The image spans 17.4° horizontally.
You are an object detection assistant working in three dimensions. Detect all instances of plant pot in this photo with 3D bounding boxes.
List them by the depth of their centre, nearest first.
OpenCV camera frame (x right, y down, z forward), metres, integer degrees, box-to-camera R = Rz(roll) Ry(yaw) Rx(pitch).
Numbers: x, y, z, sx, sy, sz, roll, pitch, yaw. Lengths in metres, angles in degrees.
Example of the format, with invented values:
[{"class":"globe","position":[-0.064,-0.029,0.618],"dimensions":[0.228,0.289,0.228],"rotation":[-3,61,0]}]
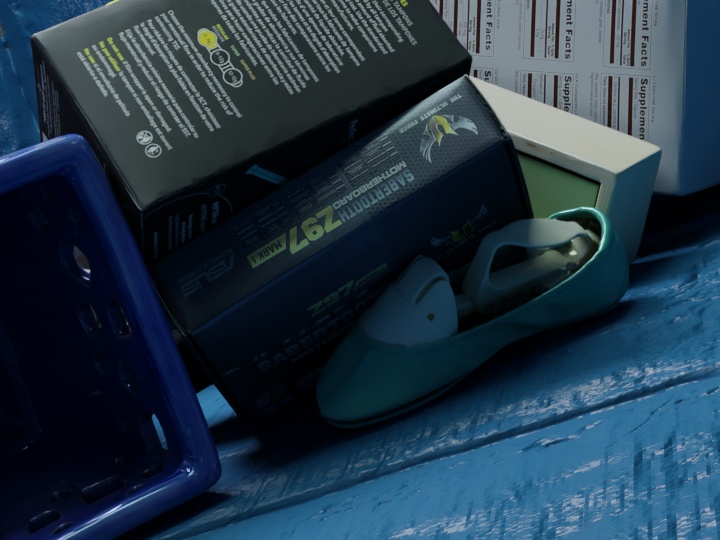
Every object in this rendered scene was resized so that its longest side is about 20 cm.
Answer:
[{"class":"plant pot","position":[-0.215,0.062,1.232],"dimensions":[0.200,0.200,0.180],"rotation":[-25,5,-22]}]

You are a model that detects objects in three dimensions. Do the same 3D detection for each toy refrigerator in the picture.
[{"class":"toy refrigerator","position":[0.070,-0.064,1.396],"dimensions":[0.200,0.076,0.070],"rotation":[23,27,24]}]

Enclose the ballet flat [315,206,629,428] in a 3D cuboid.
[{"class":"ballet flat","position":[0.057,0.015,1.262],"dimensions":[0.200,0.071,0.067],"rotation":[-24,36,-22]}]

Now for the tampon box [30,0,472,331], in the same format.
[{"class":"tampon box","position":[-0.060,-0.081,1.280],"dimensions":[0.200,0.126,0.150],"rotation":[-25,-25,-19]}]

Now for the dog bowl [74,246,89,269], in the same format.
[{"class":"dog bowl","position":[-0.209,-0.021,1.568],"dimensions":[0.199,0.059,0.200],"rotation":[0,6,0]}]

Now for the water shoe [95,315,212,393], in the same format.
[{"class":"water shoe","position":[-0.061,0.002,1.370],"dimensions":[0.200,0.072,0.079],"rotation":[-25,52,-11]}]

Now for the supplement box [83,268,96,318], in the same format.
[{"class":"supplement box","position":[-0.236,0.084,1.392],"dimensions":[0.200,0.109,0.061],"rotation":[-22,9,-19]}]

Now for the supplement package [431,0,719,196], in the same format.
[{"class":"supplement package","position":[0.149,-0.138,1.493],"dimensions":[0.199,0.148,0.191],"rotation":[7,13,29]}]

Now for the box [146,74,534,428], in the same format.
[{"class":"box","position":[-0.004,-0.006,1.271],"dimensions":[0.200,0.051,0.158],"rotation":[-32,-25,-4]}]
